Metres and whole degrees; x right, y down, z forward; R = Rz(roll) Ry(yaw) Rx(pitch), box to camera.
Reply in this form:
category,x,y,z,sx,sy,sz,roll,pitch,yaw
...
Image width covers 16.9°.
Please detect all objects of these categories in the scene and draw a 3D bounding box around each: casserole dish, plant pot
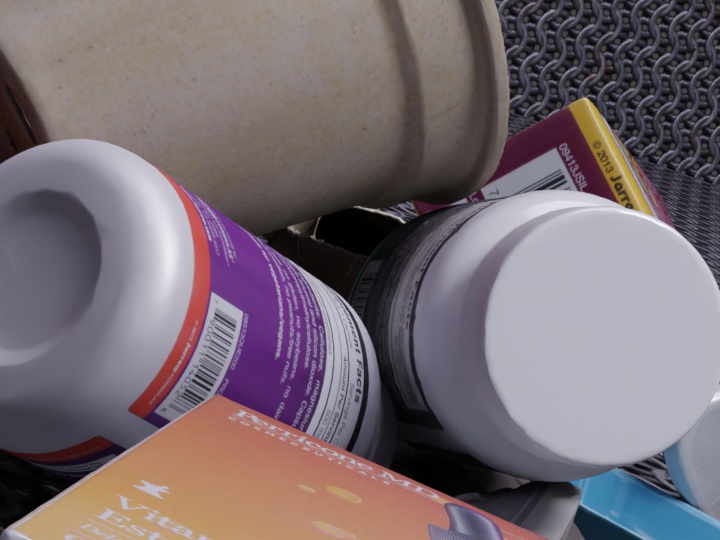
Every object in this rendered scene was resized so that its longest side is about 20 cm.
category,x,y,z,sx,sy,sz,roll,pitch,yaw
casserole dish,0.143,0.135,1.105,0.200,0.039,0.121,27,9,32
plant pot,-0.072,-0.085,0.989,0.183,0.201,0.200,-26,33,-23

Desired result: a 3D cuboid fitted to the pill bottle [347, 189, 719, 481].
category,x,y,z,sx,sy,sz,roll,pitch,yaw
pill bottle,0.067,0.026,0.964,0.113,0.114,0.200,19,-5,-12

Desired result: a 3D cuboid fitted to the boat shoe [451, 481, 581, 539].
category,x,y,z,sx,sy,sz,roll,pitch,yaw
boat shoe,0.032,0.114,0.918,0.068,0.072,0.200,28,20,11

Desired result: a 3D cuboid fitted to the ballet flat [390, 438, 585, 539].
category,x,y,z,sx,sy,sz,roll,pitch,yaw
ballet flat,0.021,0.094,1.080,0.200,0.047,0.067,33,17,32

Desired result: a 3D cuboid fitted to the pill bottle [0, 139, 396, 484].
category,x,y,z,sx,sy,sz,roll,pitch,yaw
pill bottle,-0.066,0.036,0.901,0.112,0.113,0.200,28,-5,35

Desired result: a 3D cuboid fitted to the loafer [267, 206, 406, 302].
category,x,y,z,sx,sy,sz,roll,pitch,yaw
loafer,0.000,0.000,1.148,0.076,0.068,0.200,21,16,-15

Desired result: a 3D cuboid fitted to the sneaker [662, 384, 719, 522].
category,x,y,z,sx,sy,sz,roll,pitch,yaw
sneaker,0.192,0.107,1.252,0.200,0.073,0.112,36,-5,-37

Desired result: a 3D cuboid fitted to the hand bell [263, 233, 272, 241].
category,x,y,z,sx,sy,sz,roll,pitch,yaw
hand bell,0.010,0.003,1.321,0.200,0.104,0.104,48,-3,-26

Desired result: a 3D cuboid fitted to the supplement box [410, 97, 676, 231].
category,x,y,z,sx,sy,sz,roll,pitch,yaw
supplement box,0.116,0.014,1.217,0.131,0.103,0.200,64,10,20

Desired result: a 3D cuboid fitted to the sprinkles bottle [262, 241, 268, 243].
category,x,y,z,sx,sy,sz,roll,pitch,yaw
sprinkles bottle,-0.026,0.026,1.249,0.199,0.068,0.068,19,10,-17

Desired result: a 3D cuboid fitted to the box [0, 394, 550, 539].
category,x,y,z,sx,sy,sz,roll,pitch,yaw
box,-0.014,0.123,0.630,0.152,0.107,0.200,22,10,7
